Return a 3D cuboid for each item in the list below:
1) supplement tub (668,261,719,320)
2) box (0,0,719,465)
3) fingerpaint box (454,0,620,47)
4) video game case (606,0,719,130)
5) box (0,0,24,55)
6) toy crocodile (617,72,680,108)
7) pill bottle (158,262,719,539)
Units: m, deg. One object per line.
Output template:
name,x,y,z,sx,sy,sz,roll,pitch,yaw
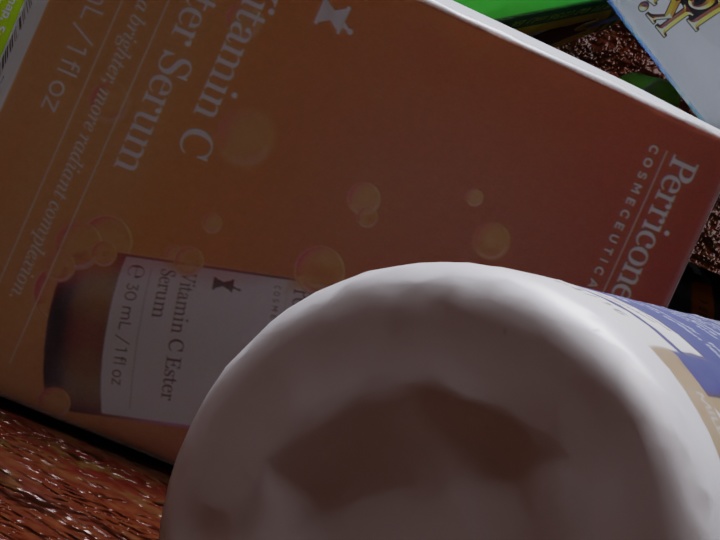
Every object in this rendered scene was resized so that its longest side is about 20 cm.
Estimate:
supplement tub,0.140,0.065,0.870,0.199,0.107,0.107,22,6,-14
box,-0.016,-0.016,0.744,0.199,0.153,0.106,22,6,-11
fingerpaint box,0.005,-0.105,0.912,0.199,0.074,0.167,-13,-1,-30
video game case,0.164,-0.030,0.828,0.200,0.045,0.181,37,15,-43
box,-0.094,-0.070,1.128,0.200,0.113,0.101,28,7,21
toy crocodile,0.016,-0.017,0.839,0.062,0.200,0.068,61,-1,-13
pill bottle,0.053,0.062,0.516,0.111,0.111,0.200,27,7,26
